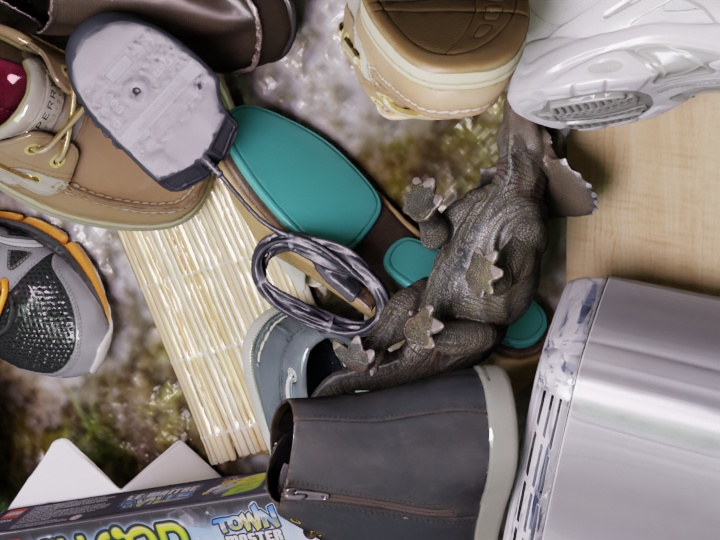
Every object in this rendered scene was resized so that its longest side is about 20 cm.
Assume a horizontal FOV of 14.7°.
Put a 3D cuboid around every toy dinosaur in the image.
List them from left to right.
[{"bbox_3d":[0.048,0.011,1.264,0.077,0.102,0.201,34,107,29],"label":"toy dinosaur"}]

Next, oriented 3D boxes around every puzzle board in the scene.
[{"bbox_3d":[0.167,-0.065,1.275,0.150,0.017,0.202,7,109,24],"label":"puzzle board"}]

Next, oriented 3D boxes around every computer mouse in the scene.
[{"bbox_3d":[-0.061,-0.044,1.309,0.059,0.034,0.200,-43,91,6],"label":"computer mouse"}]

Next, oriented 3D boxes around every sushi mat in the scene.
[{"bbox_3d":[-0.073,0.000,1.408,0.095,0.012,0.201,-18,98,28],"label":"sushi mat"}]

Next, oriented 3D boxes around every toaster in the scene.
[{"bbox_3d":[0.139,0.086,1.264,0.128,0.114,0.201,14,123,7],"label":"toaster"}]

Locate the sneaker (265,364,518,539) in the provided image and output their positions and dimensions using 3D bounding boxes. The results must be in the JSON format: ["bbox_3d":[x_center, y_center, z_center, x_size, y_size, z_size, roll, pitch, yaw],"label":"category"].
[{"bbox_3d":[0.006,0.115,1.279,0.105,0.075,0.201,-2,136,-8],"label":"sneaker"}]

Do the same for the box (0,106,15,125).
[{"bbox_3d":[-0.277,-0.096,1.401,0.200,0.044,0.160,38,78,9],"label":"box"}]

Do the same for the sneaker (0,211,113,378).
[{"bbox_3d":[-0.217,-0.003,1.438,0.199,0.077,0.079,31,116,11],"label":"sneaker"}]

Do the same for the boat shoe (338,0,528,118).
[{"bbox_3d":[0.030,-0.101,1.227,0.073,0.200,0.067,-1,113,-6],"label":"boat shoe"}]

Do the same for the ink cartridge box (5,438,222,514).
[{"bbox_3d":[-0.090,0.173,1.439,0.200,0.067,0.116,42,123,7],"label":"ink cartridge box"}]

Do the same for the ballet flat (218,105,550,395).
[{"bbox_3d":[0.000,0.000,1.347,0.200,0.069,0.063,37,136,11],"label":"ballet flat"}]

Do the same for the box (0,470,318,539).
[{"bbox_3d":[-0.088,0.162,1.372,0.199,0.035,0.111,-11,104,30],"label":"box"}]

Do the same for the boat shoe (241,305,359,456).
[{"bbox_3d":[0.001,0.112,1.363,0.062,0.072,0.201,5,119,65],"label":"boat shoe"}]

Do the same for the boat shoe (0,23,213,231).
[{"bbox_3d":[-0.162,-0.075,1.341,0.199,0.066,0.075,21,80,-10],"label":"boat shoe"}]

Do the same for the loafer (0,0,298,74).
[{"bbox_3d":[-0.127,-0.133,1.343,0.199,0.071,0.073,17,130,15],"label":"loafer"}]

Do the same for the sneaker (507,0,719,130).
[{"bbox_3d":[0.157,-0.124,1.209,0.198,0.078,0.100,-7,76,14],"label":"sneaker"}]
